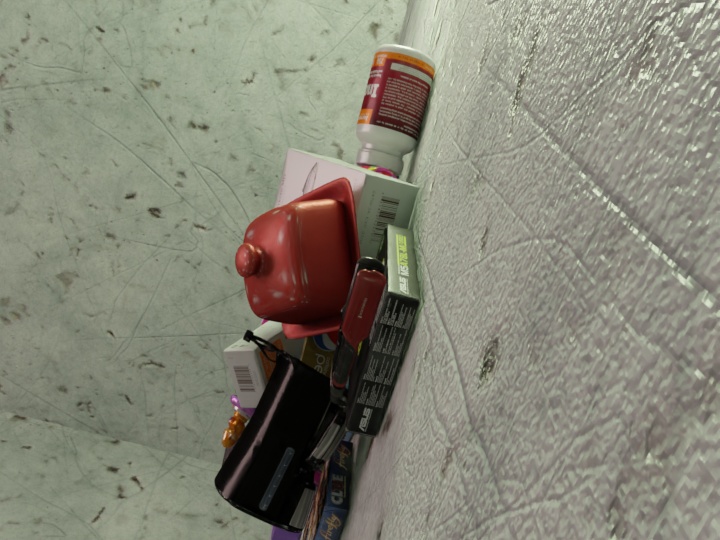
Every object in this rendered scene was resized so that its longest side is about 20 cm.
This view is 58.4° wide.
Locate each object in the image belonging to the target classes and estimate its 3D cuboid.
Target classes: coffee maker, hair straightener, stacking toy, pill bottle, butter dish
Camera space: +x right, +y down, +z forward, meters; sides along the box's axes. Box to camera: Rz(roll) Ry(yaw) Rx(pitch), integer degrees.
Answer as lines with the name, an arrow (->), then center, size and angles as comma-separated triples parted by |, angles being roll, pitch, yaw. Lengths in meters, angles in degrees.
coffee maker -> -0.117, 0.222, 0.882 | 0.202, 0.190, 0.135 | -61, -8, -12
hair straightener -> -0.007, 0.076, 0.774 | 0.077, 0.040, 0.204 | -90, 10, -65
stacking toy -> -0.196, 0.234, 1.186 | 0.202, 0.109, 0.116 | -57, 5, -15
pill bottle -> 0.055, -0.275, 1.123 | 0.113, 0.111, 0.204 | -139, 63, -85
butter dish -> -0.102, -0.012, 0.876 | 0.198, 0.146, 0.204 | -16, 78, 47

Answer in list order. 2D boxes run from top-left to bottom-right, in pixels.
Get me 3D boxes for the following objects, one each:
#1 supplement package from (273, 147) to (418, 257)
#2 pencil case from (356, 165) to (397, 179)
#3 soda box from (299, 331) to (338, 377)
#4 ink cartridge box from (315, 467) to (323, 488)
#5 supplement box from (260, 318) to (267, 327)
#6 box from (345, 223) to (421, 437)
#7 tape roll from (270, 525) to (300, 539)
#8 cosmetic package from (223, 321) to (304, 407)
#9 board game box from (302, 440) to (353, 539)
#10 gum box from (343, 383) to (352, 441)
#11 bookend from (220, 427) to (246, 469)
supplement package -> -0.028, -0.105, 0.994 | 0.198, 0.116, 0.119 | 25, 105, 45
pencil case -> -0.008, -0.142, 1.144 | 0.199, 0.087, 0.090 | 21, 97, 57
soda box -> -0.059, 0.131, 1.006 | 0.064, 0.066, 0.204 | -177, 102, -84
ink cartridge box -> -0.081, 0.281, 1.126 | 0.119, 0.041, 0.203 | 47, -141, -40
supplement box -> -0.107, 0.131, 1.322 | 0.101, 0.196, 0.106 | 128, 157, -79
box -> 0.026, 0.070, 0.824 | 0.194, 0.047, 0.203 | -82, 7, -63
tape roll -> -0.162, 0.552, 1.562 | 0.200, 0.064, 0.204 | -165, 89, -86
cosmetic package -> -0.127, 0.137, 1.077 | 0.199, 0.070, 0.103 | -34, -67, -54
board game box -> -0.054, 0.373, 0.952 | 0.136, 0.034, 0.203 | -86, 11, -65
gum box -> -0.022, 0.185, 1.079 | 0.171, 0.044, 0.203 | 111, 173, -53
bookend -> -0.126, 0.364, 1.212 | 0.197, 0.198, 0.094 | -21, 50, 42
